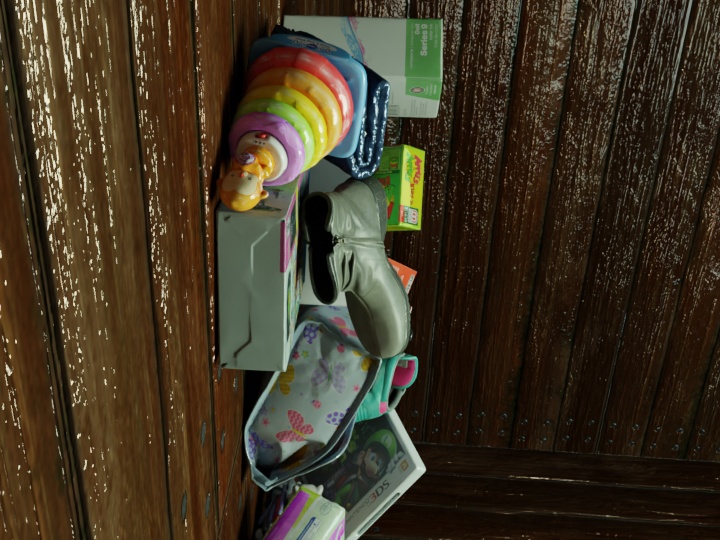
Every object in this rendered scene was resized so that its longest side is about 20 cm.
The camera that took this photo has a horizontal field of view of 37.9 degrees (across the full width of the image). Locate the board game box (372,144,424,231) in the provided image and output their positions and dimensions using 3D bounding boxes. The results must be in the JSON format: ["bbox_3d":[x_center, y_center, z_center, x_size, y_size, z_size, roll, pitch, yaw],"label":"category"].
[{"bbox_3d":[-0.012,-0.103,1.366,0.047,0.199,0.102,8,84,-51],"label":"board game box"}]

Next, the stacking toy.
[{"bbox_3d":[-0.076,-0.114,0.912,0.200,0.115,0.110,-63,166,-50],"label":"stacking toy"}]

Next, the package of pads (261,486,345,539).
[{"bbox_3d":[-0.079,0.365,1.206,0.155,0.068,0.201,-49,151,-45],"label":"package of pads"}]

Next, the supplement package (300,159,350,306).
[{"bbox_3d":[-0.052,-0.061,1.205,0.200,0.116,0.118,-85,177,-60],"label":"supplement package"}]

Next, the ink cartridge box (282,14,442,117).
[{"bbox_3d":[0.002,-0.257,1.330,0.145,0.199,0.088,80,10,-80],"label":"ink cartridge box"}]

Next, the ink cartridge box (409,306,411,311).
[{"bbox_3d":[0.013,0.142,1.514,0.161,0.050,0.201,158,-51,-83],"label":"ink cartridge box"}]

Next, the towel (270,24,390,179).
[{"bbox_3d":[-0.043,-0.175,1.080,0.200,0.048,0.112,39,-48,49],"label":"towel"}]

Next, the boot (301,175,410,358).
[{"bbox_3d":[-0.013,0.010,1.036,0.131,0.067,0.201,-37,120,-61],"label":"boot"}]

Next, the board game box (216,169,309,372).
[{"bbox_3d":[-0.088,-0.018,0.982,0.200,0.064,0.148,-86,179,-67],"label":"board game box"}]

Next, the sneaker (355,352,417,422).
[{"bbox_3d":[0.015,0.109,1.360,0.084,0.120,0.201,81,10,-52],"label":"sneaker"}]

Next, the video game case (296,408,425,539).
[{"bbox_3d":[-0.017,0.242,1.392,0.182,0.023,0.200,-48,-134,21],"label":"video game case"}]

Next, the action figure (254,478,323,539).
[{"bbox_3d":[-0.083,0.335,1.369,0.201,0.104,0.194,-80,-176,-50],"label":"action figure"}]

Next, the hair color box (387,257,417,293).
[{"bbox_3d":[0.000,0.000,1.431,0.062,0.101,0.200,-69,161,1],"label":"hair color box"}]

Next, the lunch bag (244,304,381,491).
[{"bbox_3d":[-0.055,0.138,1.203,0.201,0.127,0.170,-59,-176,12],"label":"lunch bag"}]

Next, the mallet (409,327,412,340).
[{"bbox_3d":[-0.025,0.043,1.319,0.041,0.199,0.066,-53,-148,40],"label":"mallet"}]
